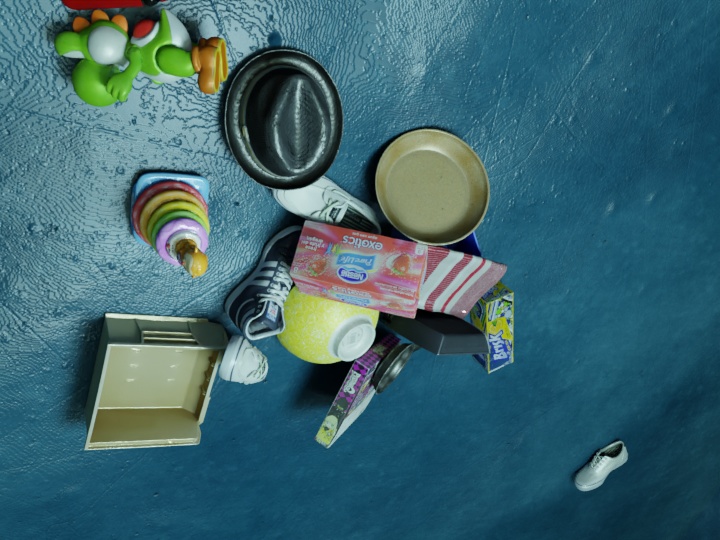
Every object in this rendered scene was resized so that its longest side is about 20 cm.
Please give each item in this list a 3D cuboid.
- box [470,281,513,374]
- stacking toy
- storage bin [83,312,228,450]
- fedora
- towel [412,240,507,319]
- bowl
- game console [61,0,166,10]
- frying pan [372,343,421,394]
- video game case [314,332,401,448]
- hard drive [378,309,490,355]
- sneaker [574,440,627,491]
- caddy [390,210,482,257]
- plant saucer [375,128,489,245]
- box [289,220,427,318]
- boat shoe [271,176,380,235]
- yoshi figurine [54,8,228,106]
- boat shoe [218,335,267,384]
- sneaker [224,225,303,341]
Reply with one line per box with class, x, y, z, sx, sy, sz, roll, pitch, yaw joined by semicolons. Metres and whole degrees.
box;0.282;0.122;1.345;0.070;0.064;0.200;-22;126;-16
stacking toy;-0.247;-0.047;0.861;0.109;0.200;0.116;-1;120;-28
storage bin;-0.333;0.182;1.027;0.198;0.094;0.200;7;115;-31
fedora;-0.096;-0.208;0.888;0.200;0.092;0.201;-7;109;-21
towel;0.143;0.020;1.107;0.200;0.023;0.144;13;131;-27
bowl;-0.037;0.096;1.102;0.200;0.108;0.200;-24;137;-25
game console;-0.275;-0.423;0.730;0.172;0.119;0.200;0;124;8
frying pan;0.084;0.153;1.170;0.190;0.031;0.115;-47;161;-22
video game case;0.000;0.223;1.198;0.182;0.036;0.200;-63;166;18
hard drive;0.137;0.108;1.175;0.135;0.200;0.042;3;102;-30
sneaker;0.712;0.574;1.868;0.200;0.073;0.071;-31;120;-20
caddy;0.144;-0.030;1.147;0.141;0.105;0.200;-32;129;-6
plant saucer;0.118;-0.137;1.056;0.200;0.035;0.201;2;80;-12
box;0.000;0.000;0.995;0.103;0.199;0.095;78;25;-70
boat shoe;-0.045;-0.104;1.013;0.200;0.067;0.074;15;111;-35
yoshi figurine;-0.272;-0.246;0.780;0.199;0.112;0.112;5;161;-3
boat shoe;-0.185;0.151;1.039;0.067;0.200;0.074;17;81;-1
sneaker;-0.137;0.026;1.026;0.070;0.109;0.200;34;99;-39
